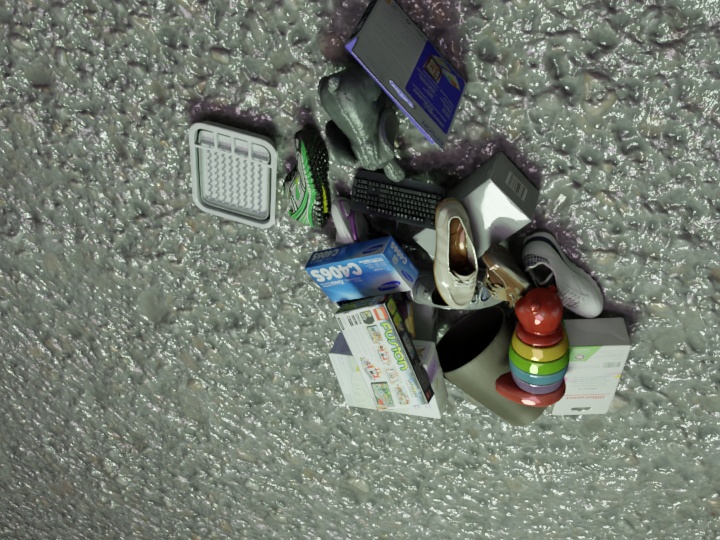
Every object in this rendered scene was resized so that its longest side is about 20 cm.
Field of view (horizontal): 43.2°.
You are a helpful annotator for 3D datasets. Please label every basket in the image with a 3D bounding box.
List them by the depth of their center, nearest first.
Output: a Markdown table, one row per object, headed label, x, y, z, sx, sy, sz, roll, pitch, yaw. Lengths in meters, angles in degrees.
| label | x | y | z | sx | sy | sz | roll | pitch | yaw |
| --- | --- | --- | --- | --- | --- | --- | --- | --- | --- |
| basket | 0.259 | 0.191 | 1.719 | 0.179 | 0.137 | 0.200 | -34 | 116 | 26 |

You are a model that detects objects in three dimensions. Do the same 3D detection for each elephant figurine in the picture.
| label | x | y | z | sx | sy | sz | roll | pitch | yaw |
| --- | --- | --- | --- | --- | --- | --- | --- | --- | --- |
| elephant figurine | 0.013 | -0.218 | 1.428 | 0.141 | 0.153 | 0.204 | 9 | 119 | 62 |

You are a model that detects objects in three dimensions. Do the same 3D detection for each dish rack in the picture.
| label | x | y | z | sx | sy | sz | roll | pitch | yaw |
| --- | --- | --- | --- | --- | --- | --- | --- | --- | --- |
| dish rack | -0.226 | -0.180 | 1.655 | 0.168 | 0.044 | 0.203 | 15 | 133 | 8 |

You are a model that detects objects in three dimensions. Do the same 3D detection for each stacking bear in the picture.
| label | x | y | z | sx | sy | sz | roll | pitch | yaw |
| --- | --- | --- | --- | --- | --- | --- | --- | --- | --- |
| stacking bear | 0.302 | 0.120 | 1.549 | 0.113 | 0.120 | 0.204 | 30 | 136 | 40 |

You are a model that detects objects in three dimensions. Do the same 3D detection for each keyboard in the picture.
| label | x | y | z | sx | sy | sz | roll | pitch | yaw |
| --- | --- | --- | --- | --- | --- | --- | --- | --- | --- |
| keyboard | 0.061 | -0.095 | 1.554 | 0.197 | 0.020 | 0.130 | 16 | 112 | 38 |

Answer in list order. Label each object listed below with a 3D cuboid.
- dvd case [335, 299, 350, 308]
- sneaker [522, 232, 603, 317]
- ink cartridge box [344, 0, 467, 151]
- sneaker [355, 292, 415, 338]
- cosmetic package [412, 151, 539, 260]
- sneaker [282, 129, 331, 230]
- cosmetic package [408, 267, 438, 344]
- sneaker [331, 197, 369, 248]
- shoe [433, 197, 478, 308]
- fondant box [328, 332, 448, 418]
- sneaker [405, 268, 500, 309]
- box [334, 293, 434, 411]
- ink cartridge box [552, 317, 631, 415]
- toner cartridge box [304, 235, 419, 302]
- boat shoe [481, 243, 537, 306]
| label | x | y | z | sx | sy | sz | roll | pitch | yaw |
| --- | --- | --- | --- | --- | --- | --- | --- | --- | --- |
| dvd case | 0.015 | 0.117 | 1.757 | 0.016 | 0.149 | 0.201 | -40 | 111 | 2 |
| sneaker | 0.346 | 0.027 | 1.572 | 0.199 | 0.081 | 0.076 | 40 | 129 | -20 |
| ink cartridge box | 0.065 | -0.286 | 1.332 | 0.043 | 0.202 | 0.198 | -32 | 113 | 36 |
| sneaker | 0.044 | 0.083 | 1.654 | 0.088 | 0.200 | 0.077 | -8 | 102 | -8 |
| cosmetic package | 0.193 | -0.092 | 1.531 | 0.107 | 0.091 | 0.199 | 42 | 135 | -15 |
| sneaker | -0.103 | -0.158 | 1.599 | 0.083 | 0.079 | 0.203 | 12 | 133 | 13 |
| cosmetic package | 0.119 | 0.101 | 1.730 | 0.049 | 0.083 | 0.203 | 11 | 133 | 13 |
| sneaker | -0.024 | -0.042 | 1.669 | 0.098 | 0.076 | 0.202 | -6 | 127 | 26 |
| shoe | 0.156 | -0.017 | 1.493 | 0.068 | 0.054 | 0.204 | -15 | 120 | -9 |
| fondant box | 0.053 | 0.193 | 1.679 | 0.196 | 0.059 | 0.146 | 3 | 133 | 25 |
| sneaker | 0.181 | 0.044 | 1.604 | 0.195 | 0.082 | 0.077 | -4 | 106 | -20 |
| box | 0.042 | 0.146 | 1.581 | 0.108 | 0.035 | 0.203 | -13 | 109 | 32 |
| ink cartridge box | 0.411 | 0.178 | 1.659 | 0.114 | 0.068 | 0.203 | -1 | 135 | -3 |
| toner cartridge box | 0.000 | 0.000 | 1.616 | 0.197 | 0.044 | 0.095 | -11 | 131 | 44 |
| boat shoe | 0.244 | 0.019 | 1.537 | 0.071 | 0.077 | 0.199 | -36 | 147 | 13 |
